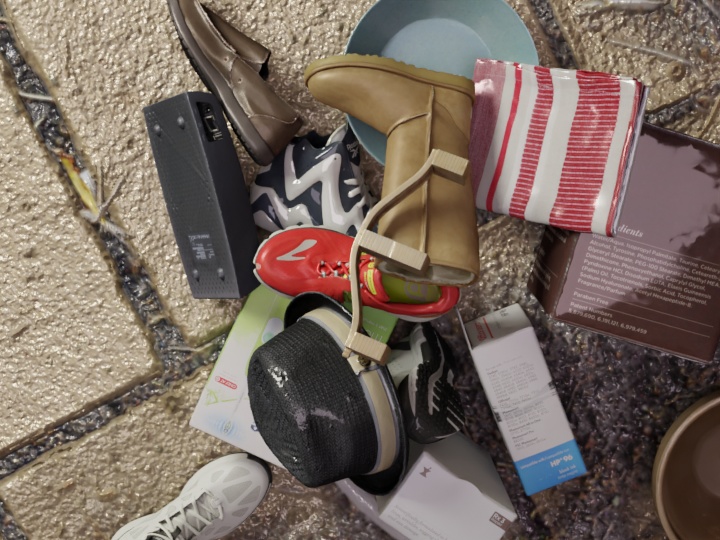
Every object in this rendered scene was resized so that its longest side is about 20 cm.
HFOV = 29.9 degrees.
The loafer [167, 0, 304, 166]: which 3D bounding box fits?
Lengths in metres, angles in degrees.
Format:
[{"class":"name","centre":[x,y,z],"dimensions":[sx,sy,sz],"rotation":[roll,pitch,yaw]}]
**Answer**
[{"class":"loafer","centre":[-0.121,-0.198,1.316],"dimensions":[0.071,0.073,0.200],"rotation":[-31,85,-5]}]

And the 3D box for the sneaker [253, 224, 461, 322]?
[{"class":"sneaker","centre":[0.000,0.000,1.268],"dimensions":[0.199,0.085,0.077],"rotation":[10,87,-8]}]

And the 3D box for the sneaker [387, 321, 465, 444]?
[{"class":"sneaker","centre":[0.052,0.122,1.319],"dimensions":[0.080,0.200,0.074],"rotation":[-36,103,14]}]

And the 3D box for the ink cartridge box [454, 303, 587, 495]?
[{"class":"ink cartridge box","centre":[0.155,0.108,1.354],"dimensions":[0.068,0.116,0.201],"rotation":[-21,100,3]}]

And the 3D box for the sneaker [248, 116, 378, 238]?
[{"class":"sneaker","centre":[-0.005,-0.081,1.339],"dimensions":[0.199,0.079,0.130],"rotation":[22,108,6]}]

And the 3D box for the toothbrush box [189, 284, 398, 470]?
[{"class":"toothbrush box","centre":[-0.064,0.088,1.366],"dimensions":[0.145,0.086,0.200],"rotation":[26,100,-4]}]

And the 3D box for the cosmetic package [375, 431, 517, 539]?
[{"class":"cosmetic package","centre":[0.076,0.209,1.329],"dimensions":[0.113,0.200,0.081],"rotation":[35,98,-6]}]

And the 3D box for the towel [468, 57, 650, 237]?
[{"class":"towel","centre":[0.168,-0.117,1.250],"dimensions":[0.023,0.200,0.145],"rotation":[6,97,-44]}]

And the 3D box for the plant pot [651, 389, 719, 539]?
[{"class":"plant pot","centre":[0.392,0.208,1.385],"dimensions":[0.200,0.093,0.202],"rotation":[0,99,-1]}]

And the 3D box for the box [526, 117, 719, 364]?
[{"class":"box","centre":[0.275,-0.039,1.305],"dimensions":[0.164,0.166,0.201],"rotation":[16,100,-3]}]

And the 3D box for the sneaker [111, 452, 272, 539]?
[{"class":"sneaker","centre":[-0.177,0.268,1.380],"dimensions":[0.200,0.115,0.076],"rotation":[-35,98,5]}]

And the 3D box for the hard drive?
[{"class":"hard drive","centre":[-0.152,-0.072,1.318],"dimensions":[0.042,0.135,0.201],"rotation":[-18,97,-28]}]

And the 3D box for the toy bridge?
[{"class":"toy bridge","centre":[0.028,-0.015,1.177],"dimensions":[0.067,0.027,0.201],"rotation":[23,80,14]}]

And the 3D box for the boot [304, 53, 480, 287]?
[{"class":"boot","centre":[0.029,-0.094,1.241],"dimensions":[0.174,0.066,0.201],"rotation":[6,68,-6]}]

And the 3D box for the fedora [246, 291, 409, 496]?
[{"class":"fedora","centre":[-0.043,0.124,1.230],"dimensions":[0.091,0.200,0.201],"rotation":[-20,101,-29]}]

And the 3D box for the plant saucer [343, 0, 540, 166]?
[{"class":"plant saucer","centre":[0.077,-0.187,1.335],"dimensions":[0.200,0.039,0.202],"rotation":[-1,97,-8]}]
